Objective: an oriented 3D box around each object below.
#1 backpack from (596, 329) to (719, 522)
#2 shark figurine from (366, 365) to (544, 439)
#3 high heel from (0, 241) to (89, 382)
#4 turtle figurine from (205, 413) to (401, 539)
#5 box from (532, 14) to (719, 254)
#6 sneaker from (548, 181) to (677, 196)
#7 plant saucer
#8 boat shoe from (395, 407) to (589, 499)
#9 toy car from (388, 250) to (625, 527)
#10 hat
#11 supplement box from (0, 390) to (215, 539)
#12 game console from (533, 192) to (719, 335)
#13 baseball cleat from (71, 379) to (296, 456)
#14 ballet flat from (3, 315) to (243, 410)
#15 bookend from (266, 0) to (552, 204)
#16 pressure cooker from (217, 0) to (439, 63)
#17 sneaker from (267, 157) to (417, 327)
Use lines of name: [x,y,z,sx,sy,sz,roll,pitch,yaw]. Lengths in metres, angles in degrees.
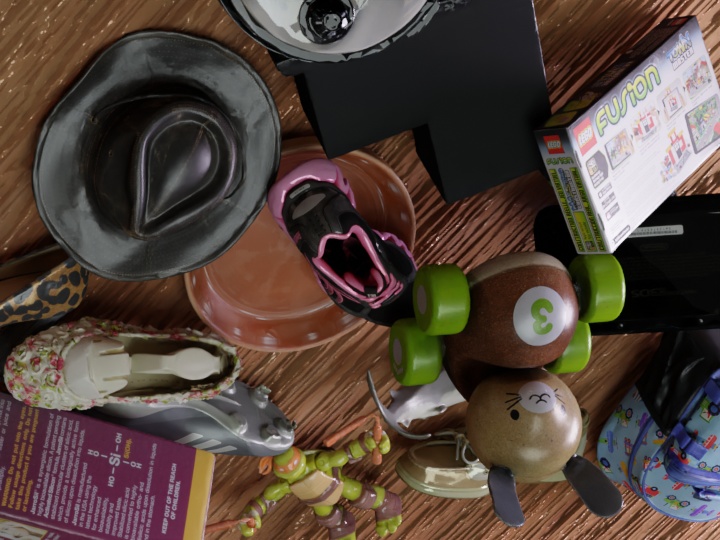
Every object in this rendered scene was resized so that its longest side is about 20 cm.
backpack: [0.331,0.159,1.631,0.181,0.135,0.201,17,119,-30]
shark figurine: [0.066,0.085,1.495,0.213,0.128,0.091,-18,91,-36]
high heel: [-0.304,0.011,1.292,0.199,0.072,0.143,15,122,-47]
turtle figurine: [-0.043,0.199,1.546,0.199,0.065,0.161,-35,135,10]
box: [0.222,-0.111,1.365,0.200,0.034,0.111,-39,116,-37]
sneaker: [0.224,-0.061,1.476,0.085,0.079,0.200,-26,132,21]
plant saucer: [-0.052,-0.022,1.404,0.198,0.032,0.202,-11,128,-15]
boat shoe: [0.124,0.164,1.589,0.198,0.073,0.064,-1,118,-25]
toy car: [0.130,0.102,1.336,0.162,0.202,0.158,-4,149,-17]
hat: [-0.143,-0.072,1.271,0.198,0.081,0.203,-7,112,-16]
supplement box: [-0.235,0.188,1.381,0.198,0.104,0.131,19,147,-21]
game console: [0.256,0.000,1.479,0.197,0.117,0.178,-4,116,11]
baseball cleat: [-0.157,0.130,1.458,0.198,0.070,0.107,23,127,-29]
ballet flat: [-0.180,0.072,1.348,0.198,0.064,0.077,-3,88,-34]
bookend: [0.039,-0.137,1.320,0.197,0.092,0.201,-22,131,-5]
pressure cooker: [-0.027,-0.231,1.138,0.175,0.200,0.179,-33,116,0]
sneaker: [0.000,0.000,1.356,0.079,0.096,0.200,-39,137,5]
